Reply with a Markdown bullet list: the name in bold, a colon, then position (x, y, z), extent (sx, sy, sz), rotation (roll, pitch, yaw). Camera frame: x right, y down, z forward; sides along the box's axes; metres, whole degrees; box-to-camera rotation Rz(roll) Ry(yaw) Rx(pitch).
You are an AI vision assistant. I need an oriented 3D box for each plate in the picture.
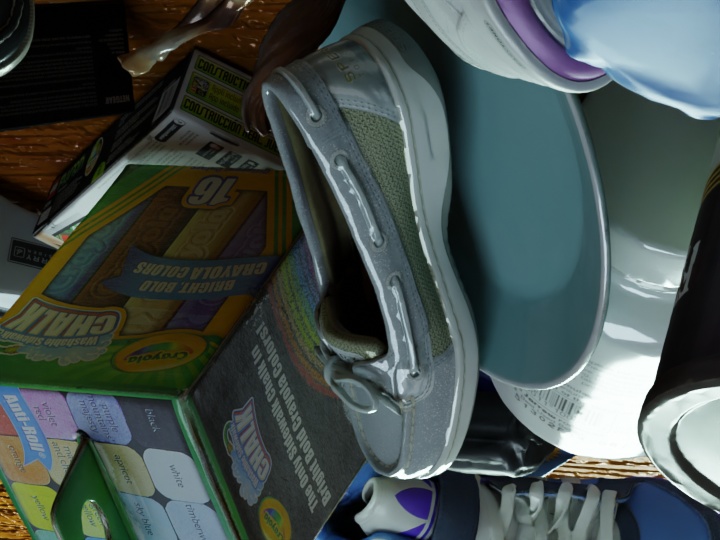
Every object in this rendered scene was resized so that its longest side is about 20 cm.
- **plate**: position (0.044, -0.051, 1.010), extent (0.026, 0.201, 0.200), rotation (-21, 169, -24)

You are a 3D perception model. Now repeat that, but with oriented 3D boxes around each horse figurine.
- **horse figurine**: position (-0.047, -0.131, 0.953), extent (0.050, 0.132, 0.200), rotation (55, 178, 34)

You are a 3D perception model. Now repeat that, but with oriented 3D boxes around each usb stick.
- **usb stick**: position (0.000, 0.069, 1.224), extent (0.199, 0.055, 0.033), rotation (3, 112, 31)

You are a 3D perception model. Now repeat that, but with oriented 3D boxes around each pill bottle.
- **pill bottle**: position (0.117, -0.006, 1.077), extent (0.114, 0.115, 0.200), rotation (16, 156, 3)

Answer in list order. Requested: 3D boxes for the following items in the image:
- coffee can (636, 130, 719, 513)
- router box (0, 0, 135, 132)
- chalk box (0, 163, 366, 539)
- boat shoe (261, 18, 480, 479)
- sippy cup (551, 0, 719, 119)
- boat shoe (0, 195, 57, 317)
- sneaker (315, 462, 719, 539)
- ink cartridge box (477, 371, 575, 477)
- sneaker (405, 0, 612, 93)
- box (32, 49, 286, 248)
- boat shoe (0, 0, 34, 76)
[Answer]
- **coffee can**: position (0.189, -0.017, 0.896), extent (0.146, 0.201, 0.146), rotation (15, 156, 7)
- **router box**: position (-0.210, -0.078, 1.078), extent (0.157, 0.052, 0.200), rotation (-3, -174, 26)
- **chalk box**: position (-0.083, 0.061, 1.132), extent (0.123, 0.200, 0.125), rotation (4, 129, 32)
- **boat shoe**: position (0.001, 0.000, 1.033), extent (0.074, 0.065, 0.203), rotation (41, 145, 46)
- **sippy cup**: position (0.118, -0.123, 0.804), extent (0.177, 0.131, 0.140), rotation (9, 155, 19)
- **boat shoe**: position (-0.190, -0.006, 1.360), extent (0.199, 0.070, 0.066), rotation (15, 156, -13)
- **sneaker**: position (0.068, 0.129, 1.250), extent (0.199, 0.081, 0.146), rotation (-3, 165, 37)
- **ink cartridge box**: position (0.050, 0.041, 1.279), extent (0.136, 0.077, 0.200), rotation (22, 154, -10)
- **sneaker**: position (0.011, -0.141, 0.863), extent (0.200, 0.075, 0.100), rotation (57, 160, -18)
- **box**: position (-0.073, -0.035, 1.245), extent (0.110, 0.035, 0.200), rotation (25, 155, -17)
- **boat shoe**: position (-0.170, -0.160, 0.898), extent (0.200, 0.074, 0.066), rotation (64, 158, 4)
